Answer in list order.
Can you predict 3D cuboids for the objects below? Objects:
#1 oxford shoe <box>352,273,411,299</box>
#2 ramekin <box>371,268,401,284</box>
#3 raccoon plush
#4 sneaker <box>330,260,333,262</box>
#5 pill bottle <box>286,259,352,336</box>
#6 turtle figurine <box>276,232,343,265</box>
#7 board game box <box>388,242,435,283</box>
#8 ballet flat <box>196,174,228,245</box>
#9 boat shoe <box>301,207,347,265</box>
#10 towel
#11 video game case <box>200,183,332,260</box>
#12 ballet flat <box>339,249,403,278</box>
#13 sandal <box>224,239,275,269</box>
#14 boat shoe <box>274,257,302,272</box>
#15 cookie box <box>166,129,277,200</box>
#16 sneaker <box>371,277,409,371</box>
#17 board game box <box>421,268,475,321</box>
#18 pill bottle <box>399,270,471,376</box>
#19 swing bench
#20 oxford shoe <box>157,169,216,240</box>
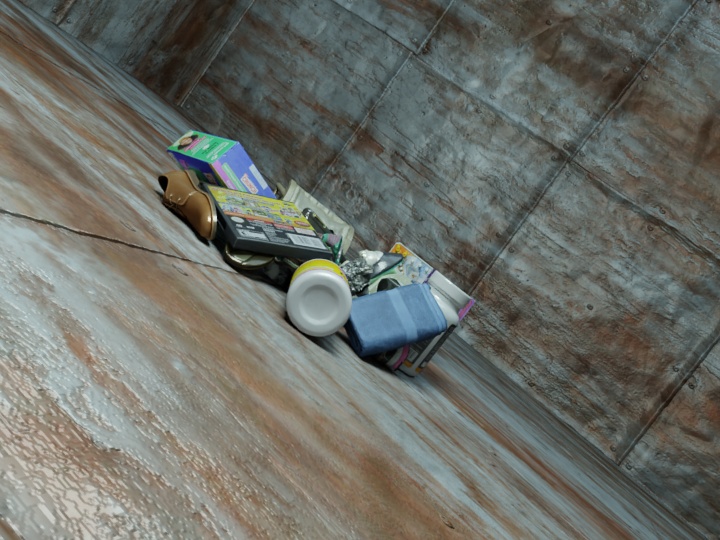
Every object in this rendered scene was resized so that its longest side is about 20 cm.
[{"bbox_3d":[0.034,0.061,1.386,0.058,0.199,0.076,-29,-91,51],"label":"oxford shoe"},{"bbox_3d":[0.087,0.086,1.530,0.201,0.097,0.200,54,7,-9],"label":"ramekin"},{"bbox_3d":[-0.064,0.007,1.232,0.200,0.134,0.097,34,7,-42],"label":"raccoon plush"},{"bbox_3d":[-0.093,0.011,1.480,0.115,0.076,0.201,31,-7,28],"label":"sneaker"},{"bbox_3d":[-0.069,0.038,1.099,0.104,0.105,0.200,37,5,-8],"label":"pill bottle"},{"bbox_3d":[-0.135,-0.061,1.314,0.198,0.102,0.150,13,-1,5],"label":"turtle figurine"},{"bbox_3d":[0.110,0.067,1.634,0.199,0.200,0.026,38,18,-2],"label":"board game box"},{"bbox_3d":[-0.281,-0.121,1.238,0.200,0.074,0.074,41,6,27],"label":"ballet flat"},{"bbox_3d":[-0.079,-0.066,1.456,0.071,0.061,0.201,24,-12,37],"label":"boat shoe"},{"bbox_3d":[0.061,0.090,1.213,0.199,0.049,0.112,-11,66,-32],"label":"towel"},{"bbox_3d":[-0.170,-0.085,1.183,0.199,0.026,0.181,8,31,-40],"label":"video game case"},{"bbox_3d":[0.000,0.000,1.403,0.073,0.199,0.073,55,-10,14],"label":"ballet flat"},{"bbox_3d":[-0.189,-0.037,1.167,0.081,0.055,0.200,27,20,-5],"label":"sandal"},{"bbox_3d":[-0.186,-0.075,1.470,0.202,0.075,0.075,41,6,35],"label":"boat shoe"},{"bbox_3d":[-0.275,-0.185,1.318,0.199,0.075,0.172,22,-28,46],"label":"cookie box"},{"bbox_3d":[0.045,0.089,1.274,0.086,0.080,0.201,25,40,-27],"label":"sneaker"},{"bbox_3d":[0.145,0.111,1.433,0.120,0.201,0.032,37,3,-12],"label":"board game box"},{"bbox_3d":[0.130,0.107,1.349,0.116,0.200,0.116,38,4,-3],"label":"pill bottle"},{"bbox_3d":[-0.136,-0.116,1.618,0.198,0.130,0.200,38,-13,-21],"label":"swing bench"},{"bbox_3d":[-0.302,-0.112,1.140,0.071,0.072,0.200,-4,34,-34],"label":"oxford shoe"}]
